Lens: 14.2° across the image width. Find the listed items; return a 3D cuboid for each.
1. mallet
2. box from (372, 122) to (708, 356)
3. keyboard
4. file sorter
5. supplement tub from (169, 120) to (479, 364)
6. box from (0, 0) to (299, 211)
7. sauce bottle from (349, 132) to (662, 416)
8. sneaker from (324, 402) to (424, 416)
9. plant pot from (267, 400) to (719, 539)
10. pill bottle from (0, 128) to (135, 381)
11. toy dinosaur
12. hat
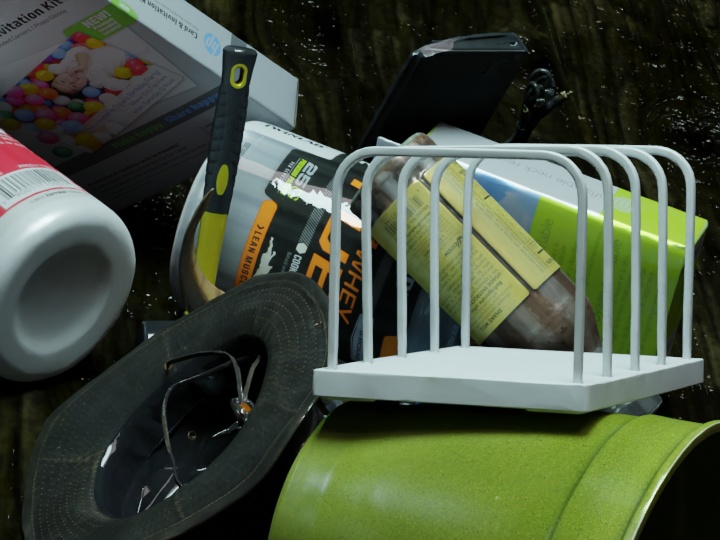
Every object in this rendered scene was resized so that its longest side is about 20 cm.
[{"bbox_3d":[-0.073,-0.024,1.620,0.066,0.200,0.041,14,10,-15],"label":"mallet"},{"bbox_3d":[0.097,-0.005,1.741,0.200,0.122,0.048,22,32,14],"label":"box"},{"bbox_3d":[0.053,-0.078,1.785,0.127,0.200,0.021,-2,55,-27],"label":"keyboard"},{"bbox_3d":[0.078,-0.001,1.440,0.138,0.125,0.200,2,3,22],"label":"file sorter"},{"bbox_3d":[0.000,0.000,1.685,0.200,0.123,0.123,21,28,14],"label":"supplement tub"},{"bbox_3d":[-0.159,-0.118,1.717,0.200,0.156,0.041,34,46,-39],"label":"box"},{"bbox_3d":[0.081,0.015,1.584,0.200,0.065,0.065,47,33,5],"label":"sauce bottle"},{"bbox_3d":[0.022,0.089,1.561,0.200,0.090,0.078,6,29,-16],"label":"sneaker"},{"bbox_3d":[0.064,0.146,1.391,0.193,0.201,0.200,14,25,25],"label":"plant pot"},{"bbox_3d":[-0.229,-0.030,1.642,0.112,0.112,0.200,-14,38,-43],"label":"pill bottle"},{"bbox_3d":[-0.074,0.036,1.581,0.060,0.106,0.200,36,-6,45],"label":"toy dinosaur"},{"bbox_3d":[-0.076,0.097,1.472,0.081,0.200,0.201,49,10,-31],"label":"hat"}]
